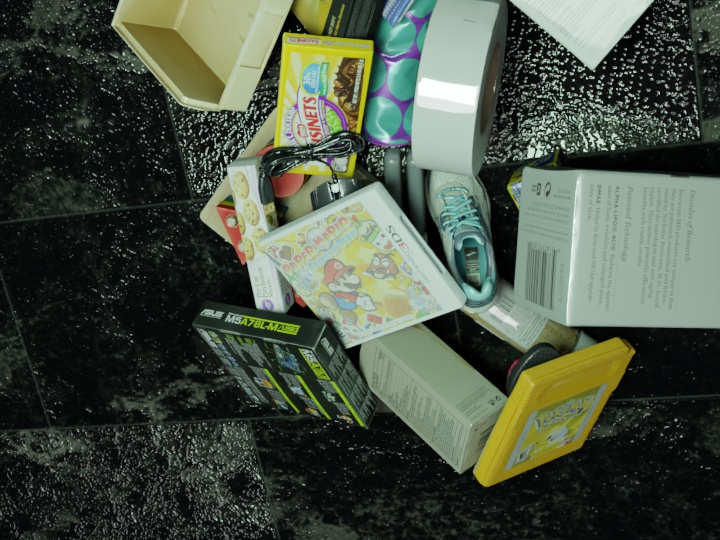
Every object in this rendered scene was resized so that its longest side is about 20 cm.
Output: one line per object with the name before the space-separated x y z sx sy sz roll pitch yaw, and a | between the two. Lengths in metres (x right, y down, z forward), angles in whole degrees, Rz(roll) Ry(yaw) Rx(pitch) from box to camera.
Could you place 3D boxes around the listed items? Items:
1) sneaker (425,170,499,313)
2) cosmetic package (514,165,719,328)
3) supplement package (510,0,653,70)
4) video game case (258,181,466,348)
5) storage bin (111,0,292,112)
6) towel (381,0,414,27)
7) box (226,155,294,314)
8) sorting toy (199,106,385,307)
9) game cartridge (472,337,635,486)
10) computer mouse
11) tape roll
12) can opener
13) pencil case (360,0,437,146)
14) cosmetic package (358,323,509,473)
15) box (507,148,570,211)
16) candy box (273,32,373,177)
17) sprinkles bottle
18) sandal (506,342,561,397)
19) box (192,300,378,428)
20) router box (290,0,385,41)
sneaker | 0.129 -0.051 1.399 0.077 0.086 0.202 -15 82 1
cosmetic package | 0.295 -0.029 1.292 0.198 0.165 0.167 1 97 -14
supplement package | 0.226 -0.350 1.235 0.200 0.151 0.152 39 118 -4
video game case | 0.000 0.000 1.389 0.199 0.023 0.182 -22 115 40
storage bin | -0.177 -0.317 1.345 0.199 0.093 0.201 48 124 34
towel | 0.019 -0.390 1.288 0.201 0.024 0.145 55 129 26
box | -0.124 -0.043 1.454 0.041 0.039 0.202 -2 112 18
sorting toy | -0.089 -0.071 1.493 0.198 0.070 0.200 38 118 -3
game cartridge | 0.240 0.174 1.434 0.033 0.175 0.201 53 144 31
computer mouse | -0.048 -0.066 1.399 0.139 0.046 0.201 -8 125 7
tape roll | 0.113 -0.209 1.301 0.070 0.203 0.204 11 116 11
can opener | 0.056 -0.067 1.429 0.052 0.067 0.201 1 132 7
pencil case | 0.048 -0.250 1.367 0.092 0.085 0.202 19 118 22
cosmetic package | 0.089 0.149 1.475 0.200 0.071 0.106 42 145 29
box | 0.256 -0.041 1.411 0.070 0.064 0.201 -25 104 24
candy box | -0.047 -0.187 1.344 0.101 0.027 0.201 6 140 -4
sprinkles bottle | 0.202 0.063 1.469 0.199 0.068 0.068 35 118 0
sandal | 0.211 0.139 1.438 0.075 0.045 0.200 -27 149 -5
box | -0.096 0.124 1.517 0.192 0.048 0.200 6 146 30
router box | -0.028 -0.356 1.282 0.158 0.052 0.201 54 146 26
